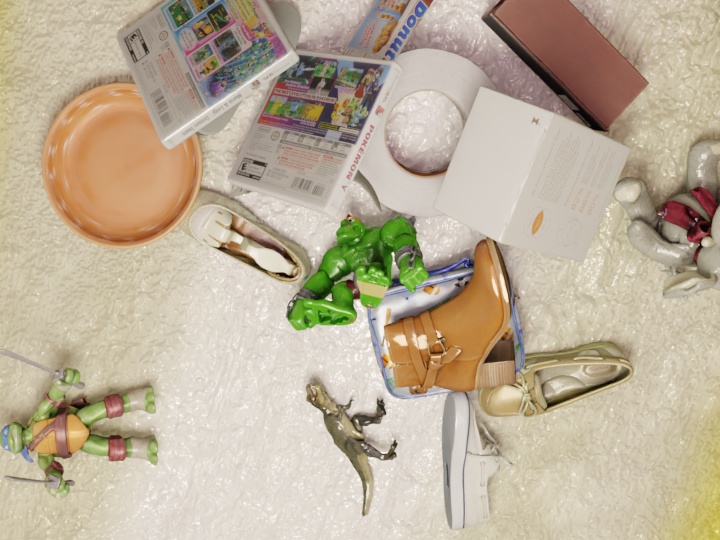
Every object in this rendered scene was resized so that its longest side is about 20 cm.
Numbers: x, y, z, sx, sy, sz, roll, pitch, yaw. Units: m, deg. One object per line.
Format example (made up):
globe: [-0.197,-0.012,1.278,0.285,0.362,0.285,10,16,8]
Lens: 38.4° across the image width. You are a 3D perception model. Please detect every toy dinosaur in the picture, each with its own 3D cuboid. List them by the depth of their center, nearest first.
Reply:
toy dinosaur: [0.001,0.220,1.354,0.087,0.047,0.202,-22,101,18]

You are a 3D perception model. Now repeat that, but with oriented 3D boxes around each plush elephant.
plush elephant: [0.416,-0.038,1.240,0.163,0.155,0.202,-18,108,-18]

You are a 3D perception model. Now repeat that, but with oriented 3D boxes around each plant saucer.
plant saucer: [-0.290,-0.128,1.273,0.198,0.037,0.203,0,90,1]

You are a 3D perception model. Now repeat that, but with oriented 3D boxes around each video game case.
video game case: [-0.057,-0.165,1.195,0.023,0.199,0.184,29,83,-42]
video game case: [-0.183,-0.259,1.203,0.181,0.024,0.201,-33,55,6]

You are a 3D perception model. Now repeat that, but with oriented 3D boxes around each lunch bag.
lunch bag: [0.110,0.069,1.312,0.198,0.076,0.162,-14,99,3]

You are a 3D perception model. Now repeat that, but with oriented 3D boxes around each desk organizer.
desk organizer: [0.246,-0.265,1.249,0.200,0.072,0.077,43,95,-8]

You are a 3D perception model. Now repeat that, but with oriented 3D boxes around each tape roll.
tape roll: [0.080,-0.169,1.268,0.198,0.066,0.203,0,100,0]

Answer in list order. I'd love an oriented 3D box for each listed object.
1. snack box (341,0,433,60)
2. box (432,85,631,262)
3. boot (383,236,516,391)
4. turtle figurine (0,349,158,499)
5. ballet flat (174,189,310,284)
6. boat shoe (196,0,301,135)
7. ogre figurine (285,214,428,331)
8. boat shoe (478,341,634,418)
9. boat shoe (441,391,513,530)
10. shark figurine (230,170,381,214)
snack box: [0.027,-0.281,1.222,0.024,0.072,0.201,36,85,-41]
box: [0.203,-0.108,1.206,0.106,0.199,0.154,30,102,38]
boot: [0.102,0.058,1.223,0.153,0.074,0.202,-3,112,9]
turtle figurine: [-0.349,0.200,1.283,0.192,0.145,0.201,-4,145,-18]
ballet flat: [-0.150,-0.043,1.292,0.198,0.062,0.068,26,100,-5]
boat shoe: [-0.151,-0.247,1.245,0.200,0.063,0.071,-51,122,-15]
ogre figurine: [0.000,0.000,1.252,0.098,0.121,0.200,31,133,-15]
boat shoe: [0.249,0.146,1.332,0.198,0.063,0.074,-13,101,2]
boat shoe: [0.154,0.245,1.342,0.085,0.075,0.204,-6,111,-7]
shark figurine: [-0.050,-0.131,1.258,0.089,0.213,0.129,40,65,-44]
